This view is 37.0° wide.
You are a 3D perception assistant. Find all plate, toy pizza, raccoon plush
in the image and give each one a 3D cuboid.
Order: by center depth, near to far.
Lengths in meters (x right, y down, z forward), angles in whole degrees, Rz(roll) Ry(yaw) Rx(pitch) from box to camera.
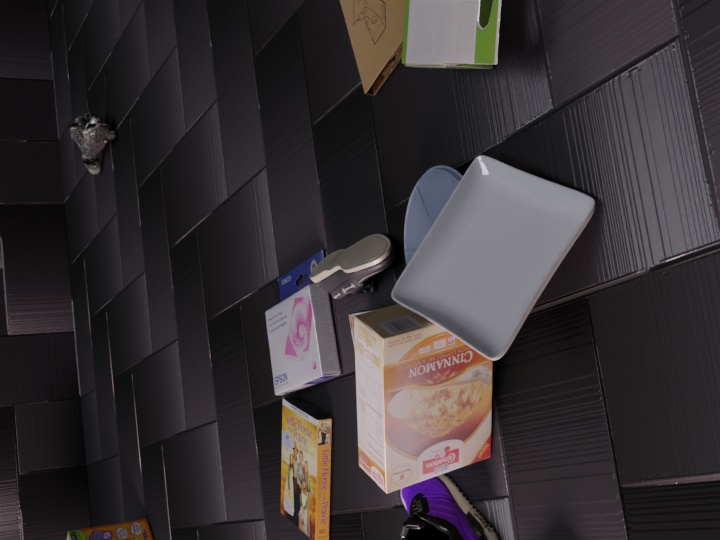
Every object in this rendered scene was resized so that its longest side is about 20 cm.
[{"bbox_3d":[0.147,-0.016,1.191,0.199,0.032,0.201,30,87,50],"label":"plate"},{"bbox_3d":[0.113,-0.030,1.346,0.200,0.031,0.204,23,116,61],"label":"toy pizza"},{"bbox_3d":[-0.687,-0.327,2.847,0.134,0.096,0.202,38,155,39],"label":"raccoon plush"}]

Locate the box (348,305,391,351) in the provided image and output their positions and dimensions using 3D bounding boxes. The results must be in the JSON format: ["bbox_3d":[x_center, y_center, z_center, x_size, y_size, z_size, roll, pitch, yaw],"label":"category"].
[{"bbox_3d":[0.043,0.104,1.456,0.199,0.034,0.112,168,92,-67],"label":"box"}]

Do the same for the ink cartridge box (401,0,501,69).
[{"bbox_3d":[0.131,-0.309,1.248,0.199,0.075,0.151,21,110,59],"label":"ink cartridge box"}]

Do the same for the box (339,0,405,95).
[{"bbox_3d":[0.022,-0.375,1.507,0.164,0.021,0.203,-48,51,53],"label":"box"}]

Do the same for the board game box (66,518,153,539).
[{"bbox_3d":[-0.597,0.753,2.584,0.201,0.197,0.202,58,141,42],"label":"board game box"}]

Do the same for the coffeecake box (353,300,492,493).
[{"bbox_3d":[0.076,0.139,1.267,0.073,0.151,0.203,34,132,54],"label":"coffeecake box"}]

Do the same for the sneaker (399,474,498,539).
[{"bbox_3d":[0.086,0.314,1.349,0.200,0.098,0.071,33,118,57],"label":"sneaker"}]

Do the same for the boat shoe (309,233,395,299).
[{"bbox_3d":[0.000,0.000,1.562,0.063,0.073,0.199,47,150,-16],"label":"boat shoe"}]

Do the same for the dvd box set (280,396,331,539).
[{"bbox_3d":[-0.091,0.323,1.764,0.146,0.029,0.204,18,108,61],"label":"dvd box set"}]

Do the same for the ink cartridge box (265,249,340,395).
[{"bbox_3d":[-0.102,0.089,1.760,0.196,0.043,0.204,-31,66,60],"label":"ink cartridge box"}]
